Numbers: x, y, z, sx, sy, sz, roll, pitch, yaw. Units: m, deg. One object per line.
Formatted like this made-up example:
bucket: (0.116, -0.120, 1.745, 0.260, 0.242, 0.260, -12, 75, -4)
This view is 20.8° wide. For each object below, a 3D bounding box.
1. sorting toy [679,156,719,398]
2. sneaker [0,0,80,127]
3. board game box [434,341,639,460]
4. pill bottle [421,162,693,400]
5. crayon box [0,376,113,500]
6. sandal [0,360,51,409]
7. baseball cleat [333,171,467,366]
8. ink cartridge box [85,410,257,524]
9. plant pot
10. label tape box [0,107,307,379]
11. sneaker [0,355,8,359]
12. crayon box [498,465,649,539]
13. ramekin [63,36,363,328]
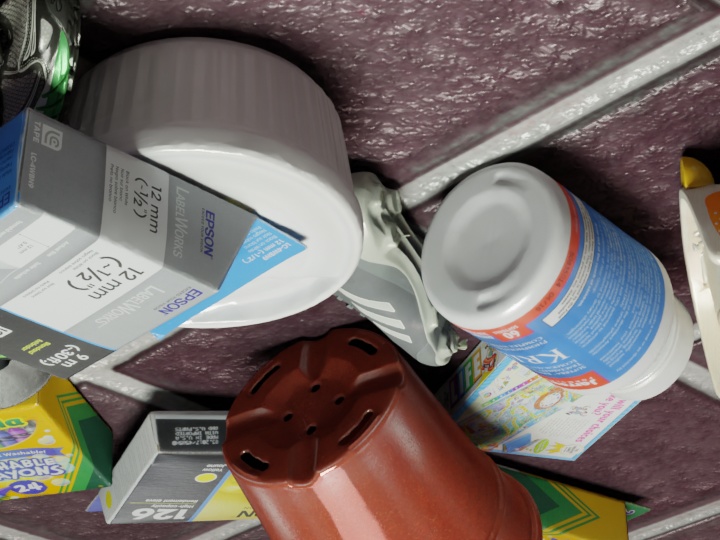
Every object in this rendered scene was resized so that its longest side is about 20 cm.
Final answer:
sorting toy: (0.303, -0.020, 1.265, 0.178, 0.108, 0.200, -13, 150, 4)
sneaker: (-0.218, -0.101, 1.083, 0.085, 0.079, 0.200, 19, 145, -32)
board game box: (0.145, 0.087, 1.500, 0.133, 0.035, 0.200, 8, 150, -18)
pill bottle: (0.138, 0.017, 1.291, 0.112, 0.113, 0.199, -22, 146, 32)
crayon box: (-0.280, 0.116, 1.503, 0.124, 0.052, 0.200, -8, 150, 10)
sandal: (-0.313, 0.063, 1.378, 0.198, 0.045, 0.076, 10, 107, -17)
baseball cleat: (0.000, 0.000, 1.312, 0.105, 0.070, 0.201, -6, 142, 19)
ink cartridge box: (-0.106, 0.172, 1.605, 0.196, 0.047, 0.200, 0, 149, -24)
plant pot: (0.006, 0.162, 1.447, 0.199, 0.202, 0.196, -16, 128, 23)
label tape box: (-0.148, 0.001, 1.091, 0.199, 0.067, 0.143, 27, 140, -35)
sneaker: (-0.233, 0.029, 1.266, 0.083, 0.078, 0.199, 15, 177, -42)
crayon box: (0.146, 0.232, 1.732, 0.199, 0.052, 0.125, 18, 145, -33)
ramekin: (-0.096, -0.053, 1.157, 0.200, 0.095, 0.203, 0, 149, 0)
